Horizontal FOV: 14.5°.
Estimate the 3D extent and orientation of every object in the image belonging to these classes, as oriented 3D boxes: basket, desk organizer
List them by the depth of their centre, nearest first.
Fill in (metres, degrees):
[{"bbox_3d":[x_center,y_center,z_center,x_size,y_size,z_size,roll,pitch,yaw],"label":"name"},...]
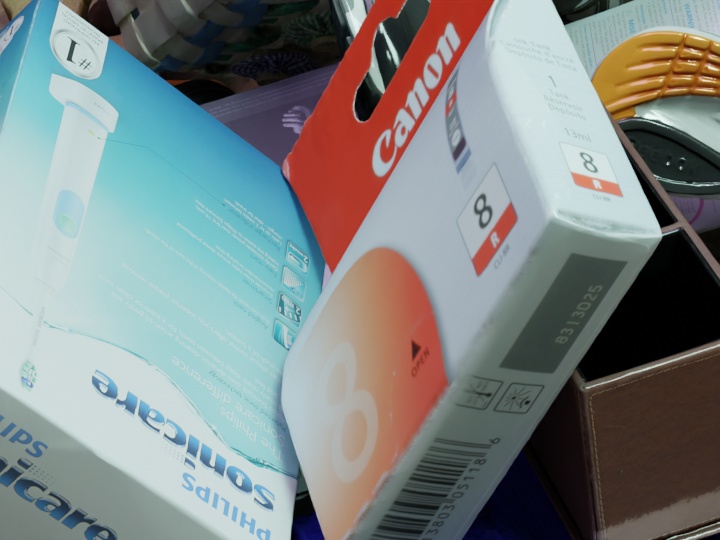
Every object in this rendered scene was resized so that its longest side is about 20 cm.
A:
[{"bbox_3d":[0.075,0.006,0.987,0.071,0.077,0.200,-16,37,-9],"label":"desk organizer"},{"bbox_3d":[-0.014,-0.162,1.270,0.199,0.140,0.176,-23,-3,-31],"label":"basket"}]

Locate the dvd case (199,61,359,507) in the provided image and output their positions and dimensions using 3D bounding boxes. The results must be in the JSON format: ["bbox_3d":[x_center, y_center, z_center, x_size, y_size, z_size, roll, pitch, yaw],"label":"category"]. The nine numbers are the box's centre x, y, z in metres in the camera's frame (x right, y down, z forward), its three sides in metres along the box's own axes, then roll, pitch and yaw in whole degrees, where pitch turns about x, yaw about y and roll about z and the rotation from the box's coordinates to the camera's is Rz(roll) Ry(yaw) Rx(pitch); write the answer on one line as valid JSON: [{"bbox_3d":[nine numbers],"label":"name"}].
[{"bbox_3d":[0.000,0.000,1.136,0.149,0.025,0.201,-17,55,1],"label":"dvd case"}]

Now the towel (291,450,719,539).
[{"bbox_3d":[0.081,0.101,0.959,0.199,0.050,0.148,-20,45,-12],"label":"towel"}]

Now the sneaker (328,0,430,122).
[{"bbox_3d":[0.028,-0.135,1.099,0.087,0.076,0.201,-10,55,3],"label":"sneaker"}]

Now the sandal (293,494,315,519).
[{"bbox_3d":[-0.051,0.143,0.993,0.076,0.043,0.200,11,42,36],"label":"sandal"}]

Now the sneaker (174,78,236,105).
[{"bbox_3d":[-0.092,-0.004,1.218,0.104,0.060,0.200,19,51,40],"label":"sneaker"}]

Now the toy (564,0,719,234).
[{"bbox_3d":[0.091,-0.045,1.185,0.199,0.047,0.116,-16,62,13],"label":"toy"}]

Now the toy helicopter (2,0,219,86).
[{"bbox_3d":[-0.150,-0.094,1.369,0.199,0.079,0.132,-34,49,-8],"label":"toy helicopter"}]

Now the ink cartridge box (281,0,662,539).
[{"bbox_3d":[0.015,-0.027,0.948,0.050,0.163,0.201,6,42,-31],"label":"ink cartridge box"}]

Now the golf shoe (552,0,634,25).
[{"bbox_3d":[0.085,-0.139,1.213,0.094,0.200,0.078,-19,65,-22],"label":"golf shoe"}]

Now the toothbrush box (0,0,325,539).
[{"bbox_3d":[-0.096,0.021,1.000,0.085,0.146,0.201,-39,28,30],"label":"toothbrush box"}]

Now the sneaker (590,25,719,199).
[{"bbox_3d":[0.180,-0.045,1.086,0.199,0.076,0.092,25,11,-5],"label":"sneaker"}]
